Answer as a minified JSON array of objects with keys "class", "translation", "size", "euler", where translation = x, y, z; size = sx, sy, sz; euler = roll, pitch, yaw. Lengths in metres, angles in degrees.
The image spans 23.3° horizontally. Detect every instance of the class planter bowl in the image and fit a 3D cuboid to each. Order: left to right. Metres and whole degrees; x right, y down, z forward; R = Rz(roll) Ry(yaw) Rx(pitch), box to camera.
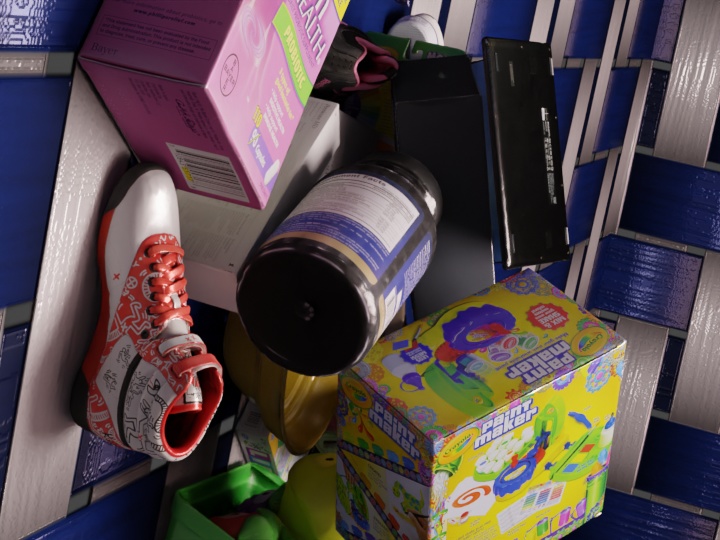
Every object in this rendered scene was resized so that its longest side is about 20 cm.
[{"class":"planter bowl","translation":[-0.066,0.056,1.537],"size":[0.200,0.083,0.201],"euler":[14,90,-73]}]

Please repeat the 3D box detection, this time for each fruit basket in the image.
[{"class":"fruit basket","translation":[-0.062,0.216,1.533],"size":[0.216,0.155,0.216],"euler":[-51,166,-17]}]

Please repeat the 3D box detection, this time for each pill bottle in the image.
[{"class":"pill bottle","translation":[-0.007,-0.013,1.338],"size":[0.200,0.112,0.112],"euler":[-52,152,-55]}]

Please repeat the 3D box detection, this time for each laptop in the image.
[{"class":"laptop","translation":[0.110,-0.096,1.502],"size":[0.200,0.116,0.188],"euler":[-8,93,-60]}]

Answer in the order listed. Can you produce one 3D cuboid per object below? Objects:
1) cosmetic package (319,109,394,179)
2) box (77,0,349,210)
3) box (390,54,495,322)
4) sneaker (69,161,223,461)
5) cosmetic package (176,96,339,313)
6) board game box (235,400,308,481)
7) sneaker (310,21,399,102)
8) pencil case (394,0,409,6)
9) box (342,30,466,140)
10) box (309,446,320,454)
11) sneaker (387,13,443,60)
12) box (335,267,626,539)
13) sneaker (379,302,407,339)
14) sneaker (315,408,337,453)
[{"class":"cosmetic package","translation":[-0.035,-0.088,1.539],"size":[0.200,0.071,0.102],"euler":[12,93,-73]},{"class":"box","translation":[-0.093,-0.176,1.224],"size":[0.176,0.096,0.200],"euler":[69,38,-63]},{"class":"box","translation":[0.071,-0.073,1.527],"size":[0.141,0.079,0.201],"euler":[-100,-175,-70]},{"class":"sneaker","translation":[-0.135,0.032,1.223],"size":[0.067,0.108,0.202],"euler":[3,103,-52]},{"class":"cosmetic package","translation":[-0.090,-0.060,1.362],"size":[0.051,0.082,0.200],"euler":[86,25,-46]},{"class":"board game box","translation":[-0.058,0.105,1.696],"size":[0.135,0.034,0.200],"euler":[79,30,-57]},{"class":"sneaker","translation":[-0.008,-0.178,1.513],"size":[0.200,0.095,0.079],"euler":[-16,118,-73]},{"class":"pencil case","translation":[0.069,-0.347,1.643],"size":[0.088,0.088,0.200],"euler":[76,32,-59]},{"class":"box","translation":[0.036,-0.120,1.664],"size":[0.048,0.117,0.201],"euler":[-3,107,-67]},{"class":"box","translation":[0.015,0.245,1.752],"size":[0.197,0.124,0.201],"euler":[-22,-134,67]},{"class":"sneaker","translation":[0.058,-0.165,1.781],"size":[0.071,0.073,0.201],"euler":[-39,140,-59]},{"class":"box","translation":[0.095,0.136,1.408],"size":[0.200,0.122,0.193],"euler":[-24,134,-29]},{"class":"sneaker","translation":[0.000,0.000,1.464],"size":[0.200,0.075,0.071],"euler":[-91,178,-57]},{"class":"sneaker","translation":[0.009,0.151,1.620],"size":[0.088,0.081,0.200],"euler":[-61,-155,-2]}]
